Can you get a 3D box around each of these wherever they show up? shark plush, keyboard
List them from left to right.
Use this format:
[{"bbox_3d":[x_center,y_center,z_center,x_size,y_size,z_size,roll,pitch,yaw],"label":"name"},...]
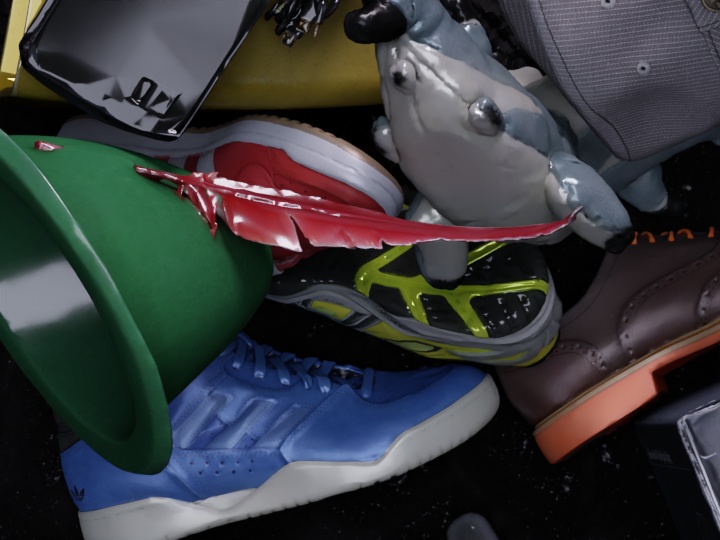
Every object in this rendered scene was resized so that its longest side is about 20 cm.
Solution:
[{"bbox_3d":[-0.045,-0.138,1.175,0.104,0.040,0.200,32,84,4],"label":"keyboard"},{"bbox_3d":[0.032,-0.073,1.176,0.091,0.083,0.200,-22,130,34],"label":"shark plush"},{"bbox_3d":[0.126,-0.060,1.339,0.200,0.091,0.084,-19,112,-14],"label":"shark plush"}]

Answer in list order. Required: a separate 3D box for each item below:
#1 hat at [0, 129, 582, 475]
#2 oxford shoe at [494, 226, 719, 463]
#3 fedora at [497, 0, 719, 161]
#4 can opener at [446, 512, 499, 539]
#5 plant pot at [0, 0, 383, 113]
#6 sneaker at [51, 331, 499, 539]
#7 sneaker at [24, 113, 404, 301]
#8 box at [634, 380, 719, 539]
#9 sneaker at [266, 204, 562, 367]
[{"bbox_3d":[-0.056,-0.025,1.186,0.176,0.166,0.200,-33,77,-21],"label":"hat"},{"bbox_3d":[0.149,0.003,1.317,0.200,0.071,0.073,-35,82,1],"label":"oxford shoe"},{"bbox_3d":[0.110,-0.115,1.224,0.090,0.177,0.200,-34,126,1],"label":"fedora"},{"bbox_3d":[0.086,0.206,1.325,0.053,0.067,0.200,-31,74,1],"label":"can opener"},{"bbox_3d":[-0.052,-0.157,1.274,0.176,0.200,0.201,10,91,-10],"label":"plant pot"},{"bbox_3d":[-0.045,0.048,1.316,0.199,0.077,0.112,-17,97,8],"label":"sneaker"},{"bbox_3d":[-0.078,-0.007,1.251,0.200,0.071,0.113,4,55,42],"label":"sneaker"},{"bbox_3d":[0.214,0.131,1.243,0.124,0.200,0.197,-24,88,-1],"label":"box"},{"bbox_3d":[0.000,0.000,1.310,0.200,0.076,0.076,24,73,29],"label":"sneaker"}]
